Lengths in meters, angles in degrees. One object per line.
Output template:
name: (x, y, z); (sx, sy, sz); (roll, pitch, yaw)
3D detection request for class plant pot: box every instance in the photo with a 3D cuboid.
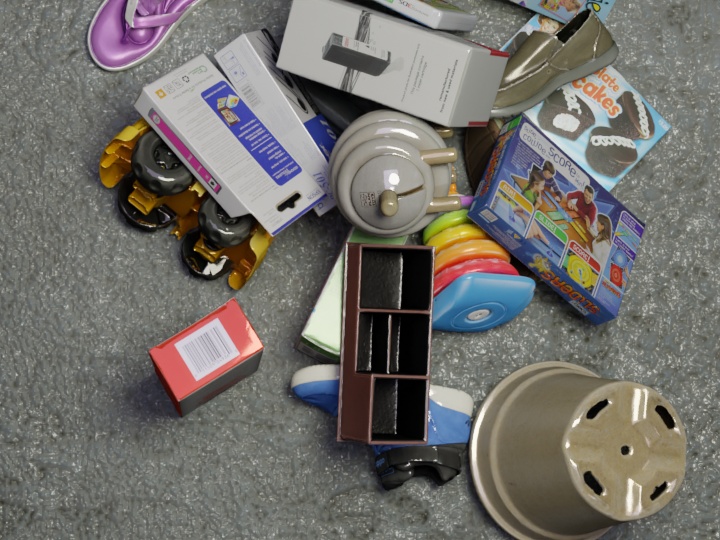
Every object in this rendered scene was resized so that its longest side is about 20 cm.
plant pot: (0.235, 0.187, 1.531); (0.198, 0.183, 0.203); (2, 82, -16)

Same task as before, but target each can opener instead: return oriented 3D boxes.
can opener: (-0.006, -0.172, 1.653); (0.199, 0.053, 0.067); (33, 77, 3)

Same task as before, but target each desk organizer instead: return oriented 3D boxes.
desk organizer: (0.027, 0.073, 1.500); (0.071, 0.077, 0.203); (3, 87, -23)

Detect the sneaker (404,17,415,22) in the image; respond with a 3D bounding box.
sneaker: (0.037, -0.221, 1.662); (0.198, 0.060, 0.105); (-11, 77, -12)

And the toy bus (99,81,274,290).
toy bus: (-0.149, -0.109, 1.598); (0.200, 0.136, 0.192); (40, 62, 0)

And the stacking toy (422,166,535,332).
stacking toy: (0.104, -0.039, 1.627); (0.109, 0.116, 0.202); (5, 59, -34)

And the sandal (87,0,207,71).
sandal: (-0.222, -0.303, 1.653); (0.202, 0.050, 0.083); (-43, 87, -11)

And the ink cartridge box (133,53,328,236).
ink cartridge box: (-0.131, -0.123, 1.519); (0.200, 0.037, 0.095); (47, 48, 5)

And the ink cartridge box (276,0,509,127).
ink cartridge box: (0.033, -0.216, 1.535); (0.198, 0.144, 0.085); (22, 103, 18)

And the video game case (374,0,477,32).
video game case: (0.025, -0.301, 1.596); (0.181, 0.200, 0.022); (27, 104, 10)

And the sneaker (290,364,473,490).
sneaker: (0.018, 0.170, 1.580); (0.198, 0.077, 0.112); (13, 69, -10)

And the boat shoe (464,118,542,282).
boat shoe: (0.176, -0.083, 1.657); (0.076, 0.072, 0.202); (-11, 80, -34)

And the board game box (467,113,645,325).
board game box: (0.214, -0.054, 1.606); (0.200, 0.034, 0.136); (39, 54, -19)

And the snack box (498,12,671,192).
snack box: (0.239, -0.190, 1.690); (0.116, 0.037, 0.200); (-44, 87, -12)

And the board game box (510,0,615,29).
board game box: (0.199, -0.364, 1.666); (0.198, 0.105, 0.104); (23, 47, -2)

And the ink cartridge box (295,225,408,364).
ink cartridge box: (0.000, 0.000, 1.596); (0.059, 0.104, 0.202); (26, 78, -2)

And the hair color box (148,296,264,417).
hair color box: (-0.155, 0.091, 1.513); (0.101, 0.200, 0.062); (-31, 84, -11)

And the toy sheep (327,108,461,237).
toy sheep: (0.032, -0.095, 1.491); (0.136, 0.200, 0.140); (0, 106, 1)

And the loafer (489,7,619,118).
loafer: (0.187, -0.226, 1.627); (0.199, 0.075, 0.070); (-29, 113, -20)

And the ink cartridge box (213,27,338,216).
ink cartridge box: (-0.073, -0.159, 1.589); (0.044, 0.094, 0.201); (-32, 94, 16)
